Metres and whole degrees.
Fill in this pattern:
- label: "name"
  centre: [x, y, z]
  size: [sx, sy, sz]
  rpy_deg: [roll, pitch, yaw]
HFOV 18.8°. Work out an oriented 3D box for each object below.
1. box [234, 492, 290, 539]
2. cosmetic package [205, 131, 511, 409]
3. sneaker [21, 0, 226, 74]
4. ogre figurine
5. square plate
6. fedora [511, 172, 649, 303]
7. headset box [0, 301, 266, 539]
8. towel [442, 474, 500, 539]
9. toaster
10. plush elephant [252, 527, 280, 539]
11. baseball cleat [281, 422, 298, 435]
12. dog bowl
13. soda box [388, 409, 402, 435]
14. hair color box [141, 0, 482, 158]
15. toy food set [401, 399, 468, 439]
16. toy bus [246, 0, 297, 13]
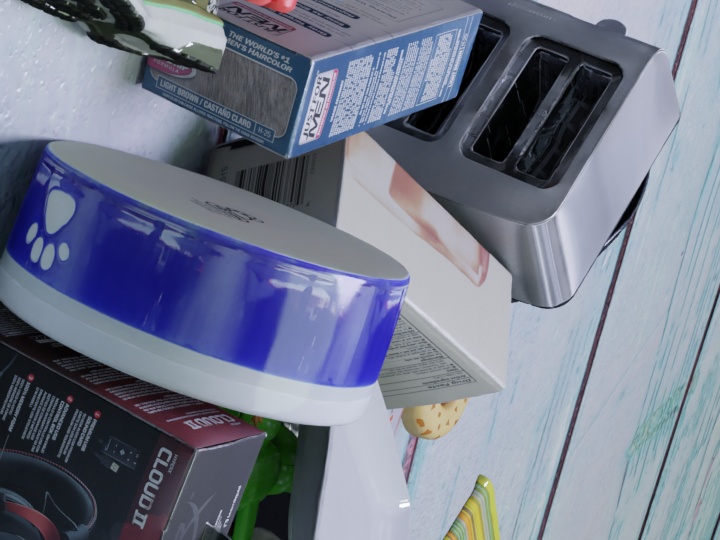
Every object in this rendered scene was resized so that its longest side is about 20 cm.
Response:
- label: "box"
  centre: [-0.038, 0.200, 1.500]
  size: [0.079, 0.141, 0.200]
  rpy_deg: [-58, 159, -14]
- label: "cosmetic package"
  centre: [0.000, 0.000, 1.298]
  size: [0.200, 0.103, 0.087]
  rpy_deg: [43, 45, -47]
- label: "sneaker"
  centre: [-0.114, -0.159, 1.036]
  size: [0.200, 0.077, 0.089]
  rpy_deg: [30, 73, -74]
- label: "ogre figurine"
  centre: [-0.099, 0.094, 1.198]
  size: [0.098, 0.120, 0.200]
  rpy_deg: [-62, 159, -6]
- label: "square plate"
  centre: [-0.005, 0.146, 1.222]
  size: [0.198, 0.028, 0.200]
  rpy_deg: [-85, 165, -45]
- label: "fedora"
  centre: [0.108, -0.073, 1.538]
  size: [0.201, 0.200, 0.092]
  rpy_deg: [-54, 127, -23]
- label: "headset box"
  centre: [-0.150, 0.114, 1.062]
  size: [0.075, 0.200, 0.149]
  rpy_deg: [-6, 119, -65]
- label: "towel"
  centre: [0.041, 0.238, 1.516]
  size: [0.200, 0.018, 0.086]
  rpy_deg: [-53, 150, -31]
- label: "toaster"
  centre: [0.084, -0.084, 1.411]
  size: [0.200, 0.181, 0.119]
  rpy_deg: [-57, 155, -20]
- label: "plush elephant"
  centre: [-0.055, 0.235, 1.292]
  size: [0.155, 0.165, 0.200]
  rpy_deg: [-60, 167, -17]
- label: "baseball cleat"
  centre: [-0.051, 0.033, 1.407]
  size: [0.200, 0.070, 0.107]
  rpy_deg: [80, 25, -60]
- label: "dog bowl"
  centre: [-0.079, 0.005, 1.102]
  size: [0.200, 0.200, 0.079]
  rpy_deg: [2, 111, -67]
- label: "soda box"
  centre: [-0.001, 0.060, 1.523]
  size: [0.064, 0.068, 0.200]
  rpy_deg: [-24, 135, -58]
- label: "hair color box"
  centre: [-0.023, -0.125, 1.219]
  size: [0.200, 0.100, 0.061]
  rpy_deg: [-24, 136, -58]
- label: "toy food set"
  centre: [0.073, 0.027, 1.686]
  size: [0.200, 0.049, 0.198]
  rpy_deg: [-58, 158, -13]
- label: "toy bus"
  centre: [-0.019, -0.221, 1.070]
  size: [0.192, 0.136, 0.200]
  rpy_deg: [-66, 157, 5]
